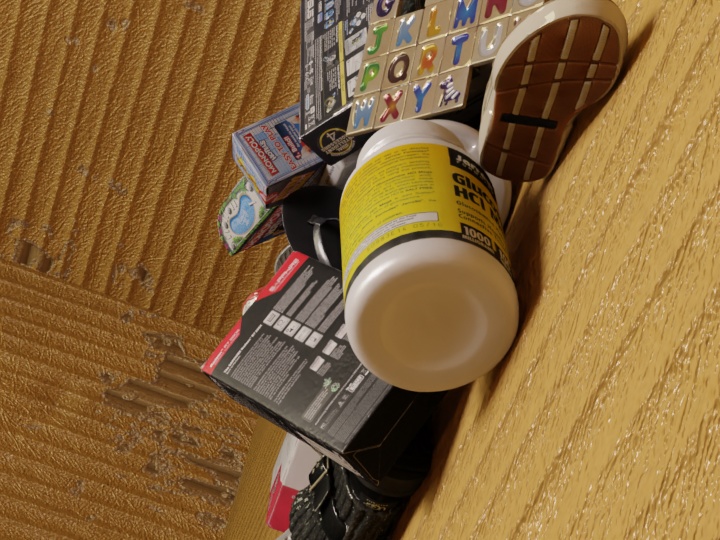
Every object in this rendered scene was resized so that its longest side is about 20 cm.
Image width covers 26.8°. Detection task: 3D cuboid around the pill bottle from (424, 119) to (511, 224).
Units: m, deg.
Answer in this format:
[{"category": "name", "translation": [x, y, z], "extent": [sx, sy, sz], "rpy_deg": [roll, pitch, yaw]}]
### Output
[{"category": "pill bottle", "translation": [0.056, -0.066, 1.237], "extent": [0.200, 0.111, 0.112], "rpy_deg": [-121, 50, -85]}]

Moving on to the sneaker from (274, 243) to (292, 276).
[{"category": "sneaker", "translation": [0.020, -0.037, 1.440], "extent": [0.199, 0.075, 0.106], "rpy_deg": [-24, -3, 21]}]

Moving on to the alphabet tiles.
[{"category": "alphabet tiles", "translation": [0.071, -0.196, 1.173], "extent": [0.200, 0.008, 0.168], "rpy_deg": [-9, 63, 48]}]

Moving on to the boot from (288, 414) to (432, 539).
[{"category": "boot", "translation": [0.004, 0.136, 1.206], "extent": [0.212, 0.079, 0.158], "rpy_deg": [-76, 7, -48]}]

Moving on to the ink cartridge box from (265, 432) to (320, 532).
[{"category": "ink cartridge box", "translation": [-0.016, 0.137, 1.409], "extent": [0.148, 0.085, 0.201], "rpy_deg": [-85, 16, -76]}]

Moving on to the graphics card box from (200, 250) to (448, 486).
[{"category": "graphics card box", "translation": [-0.020, 0.067, 1.129], "extent": [0.126, 0.051, 0.200], "rpy_deg": [-52, 36, -13]}]

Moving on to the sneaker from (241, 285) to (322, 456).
[{"category": "sneaker", "translation": [-0.030, 0.097, 1.279], "extent": [0.078, 0.200, 0.082], "rpy_deg": [-33, 13, 4]}]

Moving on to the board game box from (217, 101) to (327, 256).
[{"category": "board game box", "translation": [-0.057, -0.100, 1.405], "extent": [0.200, 0.062, 0.200], "rpy_deg": [-24, -14, -44]}]

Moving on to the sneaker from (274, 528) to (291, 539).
[{"category": "sneaker", "translation": [-0.078, 0.277, 1.286], "extent": [0.200, 0.075, 0.105], "rpy_deg": [-29, -27, -41]}]

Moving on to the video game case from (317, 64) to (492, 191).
[{"category": "video game case", "translation": [0.043, -0.115, 1.415], "extent": [0.200, 0.023, 0.182], "rpy_deg": [-32, -11, -20]}]

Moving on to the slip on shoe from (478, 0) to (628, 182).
[{"category": "slip on shoe", "translation": [0.121, -0.128, 0.976], "extent": [0.200, 0.076, 0.061], "rpy_deg": [102, 179, -65]}]

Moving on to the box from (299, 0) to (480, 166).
[{"category": "box", "translation": [0.020, -0.204, 1.308], "extent": [0.161, 0.049, 0.201], "rpy_deg": [-31, 38, 25]}]

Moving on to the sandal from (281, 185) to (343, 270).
[{"category": "sandal", "translation": [0.001, 0.000, 1.302], "extent": [0.076, 0.200, 0.043], "rpy_deg": [-33, -23, -7]}]

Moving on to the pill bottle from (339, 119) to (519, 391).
[{"category": "pill bottle", "translation": [0.042, -0.019, 1.032], "extent": [0.200, 0.112, 0.113], "rpy_deg": [-94, 22, -56]}]
